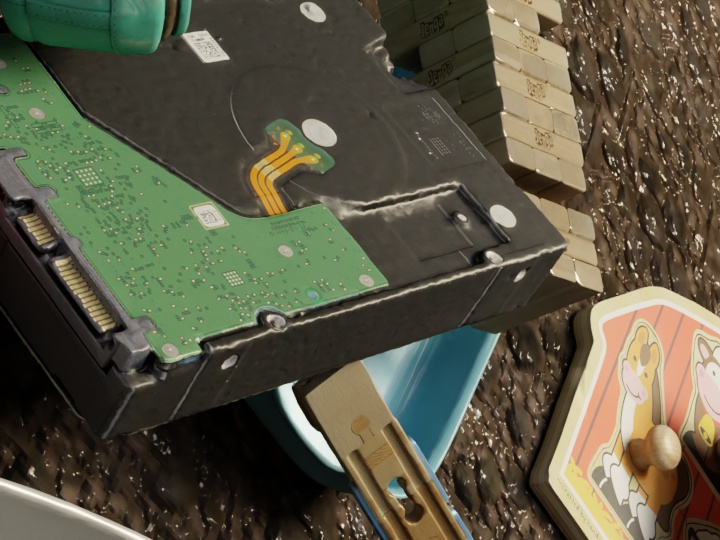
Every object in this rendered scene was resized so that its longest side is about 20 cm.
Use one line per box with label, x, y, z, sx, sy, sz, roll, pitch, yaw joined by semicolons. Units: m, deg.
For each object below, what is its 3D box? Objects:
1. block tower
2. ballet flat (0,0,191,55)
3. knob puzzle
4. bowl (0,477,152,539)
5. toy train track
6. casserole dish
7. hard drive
block tower;0.045;-0.083;0.782;0.054;0.057;0.202;17;59;-48
ballet flat;-0.100;-0.138;0.659;0.070;0.068;0.201;-1;38;-13
knob puzzle;0.161;0.091;0.936;0.219;0.030;0.222;28;52;-43
bowl;-0.118;0.152;0.497;0.199;0.074;0.202;26;54;-44
toy train track;0.027;0.104;0.712;0.114;0.032;0.201;-37;121;-11
casserole dish;0.000;0.000;0.761;0.121;0.039;0.201;53;39;-22
hard drive;-0.041;-0.028;0.653;0.199;0.038;0.140;-15;58;-47
